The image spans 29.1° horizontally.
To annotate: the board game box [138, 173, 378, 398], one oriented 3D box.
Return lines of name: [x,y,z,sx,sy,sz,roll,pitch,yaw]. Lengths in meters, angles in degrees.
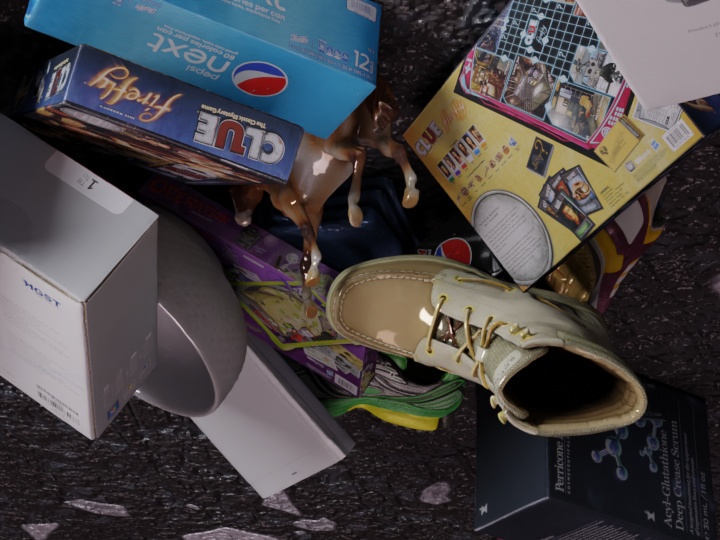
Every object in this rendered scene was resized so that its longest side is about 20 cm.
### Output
board game box: [-0.075,0.012,1.036,0.199,0.032,0.120,30,156,13]

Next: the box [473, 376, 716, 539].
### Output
box: [0.210,0.174,1.247,0.199,0.149,0.107,20,146,-26]

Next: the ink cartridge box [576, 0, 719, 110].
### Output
ink cartridge box: [0.157,-0.201,0.619,0.145,0.148,0.200,-13,145,28]

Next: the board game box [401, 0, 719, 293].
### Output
board game box: [0.117,-0.089,0.843,0.035,0.136,0.200,-32,171,-36]

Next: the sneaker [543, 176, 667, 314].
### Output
sneaker: [0.177,-0.021,0.996,0.090,0.075,0.200,-37,170,-5]

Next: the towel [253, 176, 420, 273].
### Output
towel: [0.000,0.000,1.076,0.111,0.049,0.200,-5,149,19]

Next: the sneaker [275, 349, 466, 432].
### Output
sneaker: [-0.003,0.078,1.200,0.198,0.078,0.086,7,135,-10]

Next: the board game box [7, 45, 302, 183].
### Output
board game box: [-0.133,-0.090,0.850,0.135,0.035,0.200,18,176,-22]

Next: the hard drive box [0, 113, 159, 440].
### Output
hard drive box: [-0.213,0.003,0.898,0.155,0.077,0.200,33,151,9]

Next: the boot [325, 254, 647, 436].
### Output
boot: [0.076,0.048,0.889,0.198,0.073,0.155,11,-167,-4]

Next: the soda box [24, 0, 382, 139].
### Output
soda box: [-0.089,-0.150,0.816,0.199,0.065,0.068,19,147,-23]

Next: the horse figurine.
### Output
horse figurine: [-0.021,-0.065,0.918,0.050,0.133,0.200,7,142,-31]

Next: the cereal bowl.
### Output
cereal bowl: [-0.161,0.012,1.018,0.199,0.083,0.201,27,149,18]

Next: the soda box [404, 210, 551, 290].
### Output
soda box: [0.114,0.031,1.059,0.063,0.071,0.200,-38,143,13]

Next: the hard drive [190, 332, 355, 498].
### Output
hard drive: [-0.109,0.097,1.173,0.200,0.026,0.132,49,137,-7]
